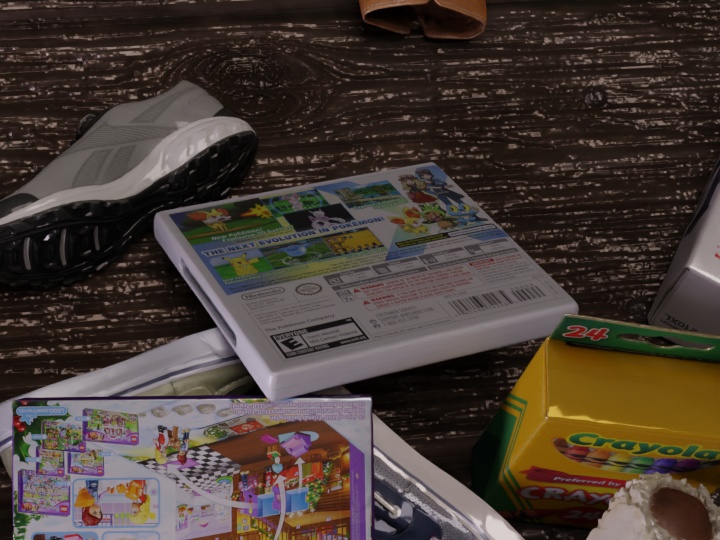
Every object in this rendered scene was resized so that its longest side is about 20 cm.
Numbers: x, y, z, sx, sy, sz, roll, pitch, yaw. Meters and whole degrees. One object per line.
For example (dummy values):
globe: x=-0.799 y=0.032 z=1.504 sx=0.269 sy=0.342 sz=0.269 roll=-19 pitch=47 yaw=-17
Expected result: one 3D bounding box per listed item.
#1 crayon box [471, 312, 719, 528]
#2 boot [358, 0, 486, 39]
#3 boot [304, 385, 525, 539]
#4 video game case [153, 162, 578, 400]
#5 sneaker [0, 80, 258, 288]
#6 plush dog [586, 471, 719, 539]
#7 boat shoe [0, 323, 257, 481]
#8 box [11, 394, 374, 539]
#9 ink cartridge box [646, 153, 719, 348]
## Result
crayon box: x=0.144 y=0.092 z=0.943 sx=0.125 sy=0.200 sz=0.051 roll=7 pitch=63 yaw=-7
boot: x=0.000 y=-0.239 z=1.153 sx=0.197 sy=0.074 sz=0.157 roll=3 pitch=68 yaw=-6
boot: x=0.016 y=0.152 z=0.972 sx=0.199 sy=0.073 sz=0.091 roll=38 pitch=75 yaw=13
video game case: x=0.000 y=0.000 z=1.000 sx=0.198 sy=0.022 sz=0.182 roll=-12 pitch=36 yaw=-24
sneaker: x=-0.161 y=-0.055 z=1.037 sx=0.199 sy=0.074 sz=0.079 roll=-29 pitch=63 yaw=-29
plush dog: x=0.163 y=0.236 z=0.920 sx=0.171 sy=0.160 sz=0.202 roll=28 pitch=52 yaw=-30
boat shoe: x=-0.116 y=0.080 z=0.983 sx=0.198 sy=0.072 sz=0.063 roll=-19 pitch=84 yaw=-9
box: x=-0.091 y=0.138 z=0.921 sx=0.197 sy=0.039 sz=0.139 roll=0 pitch=88 yaw=-1
ink cartridge box: x=0.294 y=-0.025 z=1.095 sx=0.144 sy=0.085 sz=0.201 roll=28 pitch=62 yaw=4
